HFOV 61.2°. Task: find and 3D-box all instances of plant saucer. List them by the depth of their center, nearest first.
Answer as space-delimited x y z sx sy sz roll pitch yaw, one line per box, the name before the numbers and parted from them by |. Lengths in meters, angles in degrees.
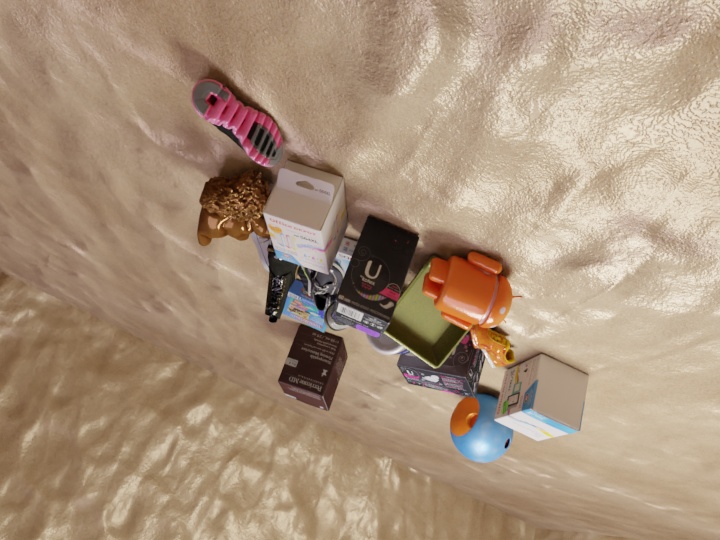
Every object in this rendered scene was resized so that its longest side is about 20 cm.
plant saucer | 0.159 0.088 1.354 0.198 0.201 0.048 35 -171 -26

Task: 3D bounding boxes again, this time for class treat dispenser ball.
treat dispenser ball | 0.374 0.485 1.881 0.195 0.205 0.202 18 155 9

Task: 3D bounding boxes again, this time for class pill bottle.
pill bottle | 0.093 0.146 1.493 0.112 0.120 0.199 11 178 21

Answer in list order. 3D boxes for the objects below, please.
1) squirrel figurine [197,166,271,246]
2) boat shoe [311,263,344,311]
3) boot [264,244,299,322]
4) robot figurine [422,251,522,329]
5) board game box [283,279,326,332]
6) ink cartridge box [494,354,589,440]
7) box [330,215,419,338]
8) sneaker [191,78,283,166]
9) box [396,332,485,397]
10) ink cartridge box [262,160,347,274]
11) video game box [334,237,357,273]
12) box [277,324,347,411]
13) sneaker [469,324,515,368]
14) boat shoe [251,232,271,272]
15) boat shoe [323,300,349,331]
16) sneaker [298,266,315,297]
squirrel figurine | -0.241 -0.124 1.290 0.181 0.145 0.201 17 158 -4
boat shoe | -0.082 0.039 1.449 0.071 0.064 0.201 23 155 5
boot | -0.186 0.034 1.382 0.075 0.142 0.201 14 164 9
robot figurine | 0.226 0.043 1.245 0.195 0.148 0.117 22 176 -2
board game box | -0.148 0.104 1.755 0.149 0.046 0.201 24 154 -4
ink cartridge box | 0.464 0.333 1.573 0.143 0.150 0.200 23 155 -5
box | 0.029 0.014 1.247 0.119 0.204 0.107 21 156 0
sneaker | -0.222 -0.264 1.091 0.199 0.080 0.095 40 172 -31
box | 0.215 0.232 1.603 0.195 0.135 0.116 7 148 29
ink cartridge box | -0.106 -0.109 1.211 0.125 0.128 0.201 17 155 11
video game box | 0.000 0.000 1.432 0.177 0.048 0.201 20 155 12
box | -0.151 0.319 1.995 0.161 0.204 0.166 15 154 12
sneaker | 0.321 0.169 1.491 0.076 0.075 0.199 -22 139 26
boat shoe | -0.206 -0.050 1.471 0.064 0.075 0.201 16 155 22
boat shoe | -0.011 0.097 1.512 0.067 0.198 0.077 -20 89 39
sneaker | -0.127 -0.006 1.526 0.082 0.072 0.202 41 159 18
